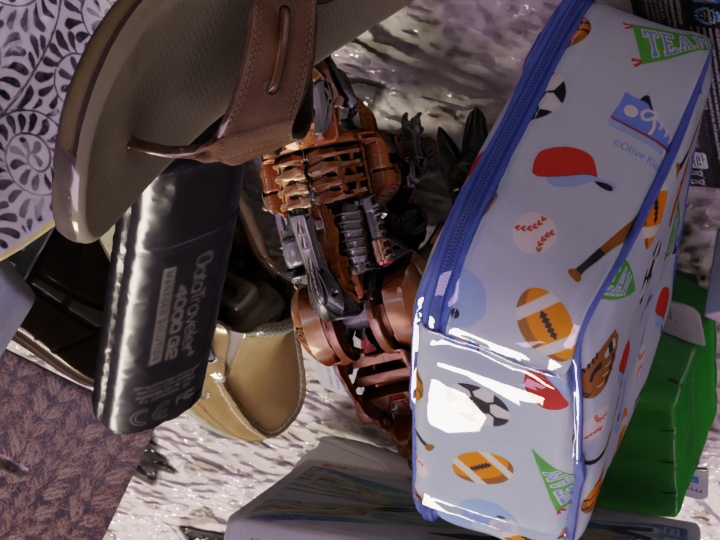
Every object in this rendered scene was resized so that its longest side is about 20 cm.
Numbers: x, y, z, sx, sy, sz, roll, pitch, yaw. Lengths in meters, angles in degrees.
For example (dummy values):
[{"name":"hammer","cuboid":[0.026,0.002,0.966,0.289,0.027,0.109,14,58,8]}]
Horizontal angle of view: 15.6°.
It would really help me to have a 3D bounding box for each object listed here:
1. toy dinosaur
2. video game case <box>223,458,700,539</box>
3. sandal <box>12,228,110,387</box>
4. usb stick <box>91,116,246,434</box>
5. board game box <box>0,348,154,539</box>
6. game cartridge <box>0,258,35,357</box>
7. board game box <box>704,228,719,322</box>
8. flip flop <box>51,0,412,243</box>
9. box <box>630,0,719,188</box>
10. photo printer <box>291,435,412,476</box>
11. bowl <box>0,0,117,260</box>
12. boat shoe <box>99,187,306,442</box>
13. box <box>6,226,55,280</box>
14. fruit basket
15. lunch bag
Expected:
[{"name":"toy dinosaur","cuboid":[0.000,0.000,1.036,0.102,0.136,0.201,7,114,10]},{"name":"video game case","cuboid":[0.049,0.111,1.085,0.182,0.022,0.200,9,-176,7]},{"name":"sandal","cuboid":[-0.167,-0.020,1.174,0.200,0.082,0.055,42,157,-32]},{"name":"usb stick","cuboid":[-0.080,0.002,1.090,0.055,0.033,0.200,-22,150,-25]},{"name":"board game box","cuboid":[-0.223,0.067,1.252,0.159,0.097,0.200,30,172,-33]},{"name":"game cartridge","cuboid":[-0.239,-0.001,1.051,0.200,0.134,0.040,31,180,-4]},{"name":"board game box","cuboid":[0.276,0.022,1.037,0.199,0.044,0.200,24,159,-36]},{"name":"flip flop","cuboid":[-0.030,-0.075,0.915,0.058,0.200,0.081,35,142,27]},{"name":"box","cuboid":[0.193,-0.094,0.930,0.192,0.048,0.200,3,149,17]},{"name":"photo printer","cuboid":[0.057,0.140,1.289,0.166,0.070,0.200,21,176,-13]},{"name":"bowl","cuboid":[-0.174,-0.094,0.903,0.200,0.094,0.201,-19,136,-19]},{"name":"boat shoe","cuboid":[-0.058,0.017,1.179,0.076,0.072,0.200,17,152,32]},{"name":"box","cuboid":[-0.231,0.006,1.093,0.161,0.200,0.049,30,-176,-6]},{"name":"fruit basket","cuboid":[0.063,0.029,1.181,0.200,0.094,0.185,21,153,21]},{"name":"lunch bag","cuboid":[0.074,0.004,0.962,0.075,0.161,0.200,19,148,10]}]
